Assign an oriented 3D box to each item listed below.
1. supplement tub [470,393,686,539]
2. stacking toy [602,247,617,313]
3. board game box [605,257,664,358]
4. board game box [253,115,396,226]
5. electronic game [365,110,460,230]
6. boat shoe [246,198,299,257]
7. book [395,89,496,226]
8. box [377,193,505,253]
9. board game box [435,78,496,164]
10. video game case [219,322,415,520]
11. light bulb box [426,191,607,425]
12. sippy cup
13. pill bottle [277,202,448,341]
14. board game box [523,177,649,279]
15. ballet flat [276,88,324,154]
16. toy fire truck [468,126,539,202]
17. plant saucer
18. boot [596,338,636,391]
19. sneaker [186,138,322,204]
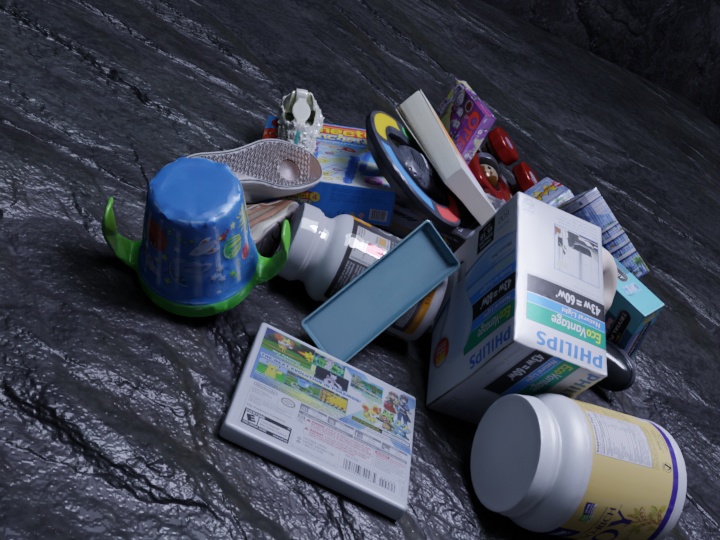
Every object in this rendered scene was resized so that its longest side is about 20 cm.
[{"bbox_3d":[0.234,0.216,0.986,0.198,0.146,0.146,17,31,-24],"label":"supplement tub"},{"bbox_3d":[0.243,-0.002,1.265,0.145,0.147,0.200,6,23,-39],"label":"stacking toy"},{"bbox_3d":[0.341,0.039,1.362,0.047,0.152,0.200,-24,57,-29],"label":"board game box"},{"bbox_3d":[-0.050,-0.147,1.313,0.198,0.056,0.197,7,32,-5],"label":"board game box"},{"bbox_3d":[0.075,-0.141,1.277,0.200,0.041,0.201,44,22,-23],"label":"electronic game"},{"bbox_3d":[-0.138,-0.054,1.124,0.071,0.076,0.200,33,26,7],"label":"boat shoe"},{"bbox_3d":[0.134,-0.161,1.339,0.134,0.048,0.201,44,16,-41],"label":"book"},{"bbox_3d":[0.101,-0.099,1.388,0.199,0.049,0.158,27,34,18],"label":"box"},{"bbox_3d":[0.139,-0.199,1.492,0.032,0.201,0.120,8,35,-36],"label":"board game box"},{"bbox_3d":[-0.036,0.152,0.952,0.199,0.022,0.183,27,29,-8],"label":"video game case"},{"bbox_3d":[0.180,0.056,1.069,0.124,0.198,0.202,20,54,-17],"label":"light bulb box"},{"bbox_3d":[-0.172,-0.043,0.960,0.177,0.131,0.140,-22,58,-24],"label":"sippy cup"},{"bbox_3d":[0.000,0.000,1.128,0.198,0.117,0.117,25,29,-13],"label":"pill bottle"},{"bbox_3d":[0.342,-0.059,1.442,0.201,0.061,0.200,57,-8,1],"label":"board game box"},{"bbox_3d":[-0.084,-0.222,1.306,0.071,0.072,0.201,22,28,-17],"label":"ballet flat"},{"bbox_3d":[0.228,-0.131,1.521,0.200,0.112,0.169,47,24,-28],"label":"toy fire truck"},{"bbox_3d":[0.024,0.027,1.064,0.070,0.199,0.019,53,-14,-6],"label":"plant saucer"},{"bbox_3d":[0.273,0.116,1.267,0.199,0.066,0.165,2,32,-48],"label":"boot"},{"bbox_3d":[-0.149,-0.120,1.180,0.198,0.085,0.074,-5,72,-28],"label":"sneaker"}]
